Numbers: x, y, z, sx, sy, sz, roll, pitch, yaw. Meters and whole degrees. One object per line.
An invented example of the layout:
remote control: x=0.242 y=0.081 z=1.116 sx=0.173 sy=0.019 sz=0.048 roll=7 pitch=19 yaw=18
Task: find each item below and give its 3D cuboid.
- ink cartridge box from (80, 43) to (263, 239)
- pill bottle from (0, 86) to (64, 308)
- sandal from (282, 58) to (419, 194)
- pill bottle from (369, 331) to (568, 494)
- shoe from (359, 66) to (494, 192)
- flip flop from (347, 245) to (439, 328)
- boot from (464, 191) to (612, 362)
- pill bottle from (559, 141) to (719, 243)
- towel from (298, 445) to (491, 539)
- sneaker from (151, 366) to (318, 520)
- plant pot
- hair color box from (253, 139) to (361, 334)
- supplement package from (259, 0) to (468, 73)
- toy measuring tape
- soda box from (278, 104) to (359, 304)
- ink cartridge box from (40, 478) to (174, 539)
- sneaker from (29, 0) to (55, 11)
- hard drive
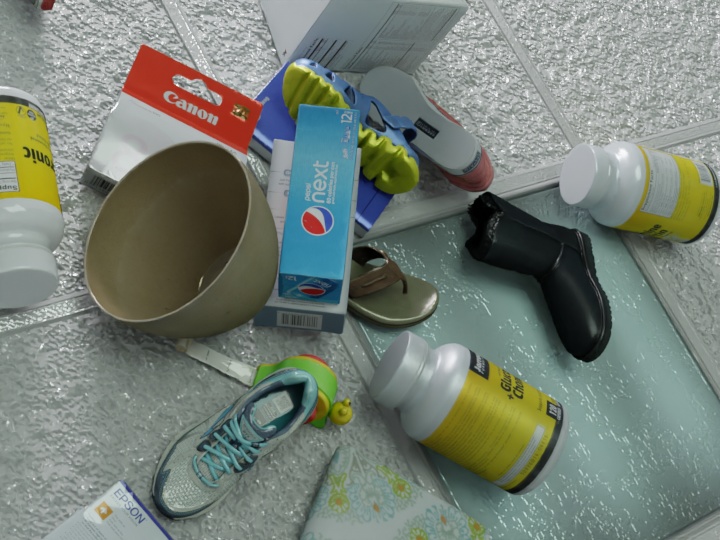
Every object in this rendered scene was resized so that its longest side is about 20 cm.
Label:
ink cartridge box: x=-0.198 y=-0.147 z=1.567 sx=0.162 sy=0.057 sz=0.201 roll=26 pitch=64 yaw=-15
pill bottle: x=-0.350 y=-0.070 z=1.398 sx=0.111 sy=0.111 sz=0.201 roll=1 pitch=61 yaw=-31
sandal: x=-0.006 y=-0.177 z=1.674 sx=0.200 sy=0.079 sz=0.087 roll=41 pitch=44 yaw=-14
pill bottle: x=0.115 y=0.149 z=1.533 sx=0.199 sy=0.112 sz=0.112 roll=30 pitch=50 yaw=-12
shoe: x=0.082 y=-0.170 z=1.764 sx=0.200 sy=0.072 sz=0.091 roll=42 pitch=0 yaw=29
flip flop: x=0.000 y=0.000 z=1.602 sx=0.199 sy=0.058 sz=0.081 roll=28 pitch=46 yaw=-10
boot: x=0.207 y=0.007 z=1.712 sx=0.167 sy=0.076 sz=0.201 roll=18 pitch=46 yaw=-25
pill bottle: x=0.363 y=-0.105 z=1.860 sx=0.199 sy=0.112 sz=0.113 roll=11 pitch=56 yaw=-25
towel: x=0.033 y=0.293 z=1.445 sx=0.199 sy=0.048 sz=0.172 roll=32 pitch=46 yaw=-10
sneaker: x=-0.121 y=0.159 z=1.380 sx=0.200 sy=0.086 sz=0.078 roll=-42 pitch=89 yaw=-17
plant pot: x=-0.159 y=-0.012 z=1.447 sx=0.134 sy=0.199 sz=0.201 roll=41 pitch=37 yaw=-49
hair color box: x=-0.057 y=-0.038 z=1.552 sx=0.098 sy=0.061 sz=0.201 roll=6 pitch=66 yaw=-2
supplement package: x=-0.008 y=-0.365 z=1.776 sx=0.199 sy=0.147 sz=0.192 roll=-3 pitch=63 yaw=-34
toy measuring tape: x=-0.091 y=0.104 z=1.473 sx=0.199 sy=0.074 sz=0.074 roll=29 pitch=50 yaw=-13
soda box: x=-0.043 y=-0.071 z=1.499 sx=0.067 sy=0.064 sz=0.201 roll=6 pitch=65 yaw=-2
ink cartridge box: x=-0.225 y=0.319 z=1.271 sx=0.200 sy=0.041 sz=0.200 roll=49 pitch=48 yaw=5
sneaker: x=-0.400 y=-0.361 z=1.587 sx=0.082 sy=0.078 sz=0.200 roll=-23 pitch=66 yaw=-35
hard drive: x=-0.043 y=-0.145 z=1.693 sx=0.200 sy=0.025 sz=0.132 roll=39 pitch=49 yaw=-4
